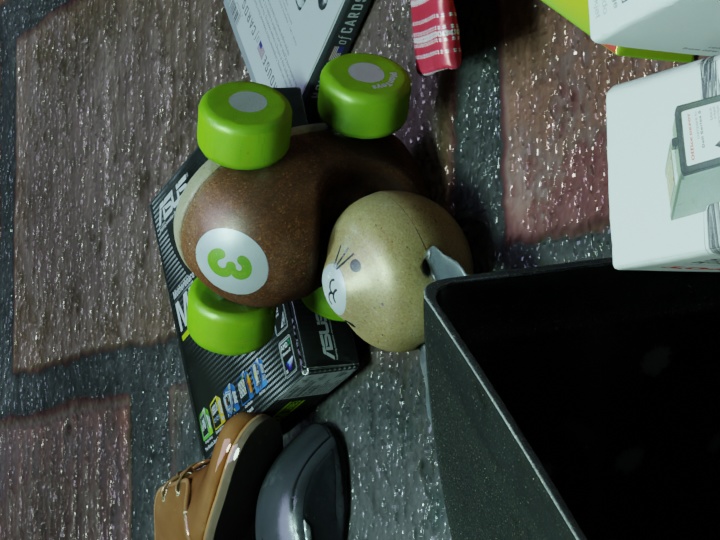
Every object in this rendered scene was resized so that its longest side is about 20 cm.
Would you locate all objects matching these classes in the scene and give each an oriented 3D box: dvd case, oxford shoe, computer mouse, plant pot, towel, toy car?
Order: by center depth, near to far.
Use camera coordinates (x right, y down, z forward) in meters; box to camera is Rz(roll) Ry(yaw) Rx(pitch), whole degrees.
[{"bbox_3d":[0.141,0.119,1.203,0.200,0.199,0.178,-121,30,-49],"label":"plant pot"},{"bbox_3d":[0.040,-0.213,1.548,0.145,0.022,0.201,-144,49,-86],"label":"towel"},{"bbox_3d":[0.000,0.000,1.566,0.200,0.157,0.165,46,142,42],"label":"toy car"},{"bbox_3d":[-0.032,0.199,1.709,0.140,0.046,0.201,-173,86,-66],"label":"computer mouse"},{"bbox_3d":[-0.033,-0.200,1.779,0.200,0.025,0.151,116,146,-41],"label":"dvd case"},{"bbox_3d":[-0.103,0.153,1.792,0.071,0.071,0.200,38,138,15],"label":"oxford shoe"}]

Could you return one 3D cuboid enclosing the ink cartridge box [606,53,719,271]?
[{"bbox_3d":[0.211,-0.048,1.107,0.200,0.145,0.084,167,103,-64],"label":"ink cartridge box"}]

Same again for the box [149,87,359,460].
[{"bbox_3d":[-0.073,0.006,1.792,0.200,0.047,0.194,-41,59,59],"label":"box"}]

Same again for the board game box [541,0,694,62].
[{"bbox_3d":[0.120,-0.191,1.427,0.200,0.047,0.102,-134,51,-57],"label":"board game box"}]

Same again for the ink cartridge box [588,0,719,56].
[{"bbox_3d":[0.202,-0.186,1.139,0.200,0.145,0.147,-26,65,61],"label":"ink cartridge box"}]
